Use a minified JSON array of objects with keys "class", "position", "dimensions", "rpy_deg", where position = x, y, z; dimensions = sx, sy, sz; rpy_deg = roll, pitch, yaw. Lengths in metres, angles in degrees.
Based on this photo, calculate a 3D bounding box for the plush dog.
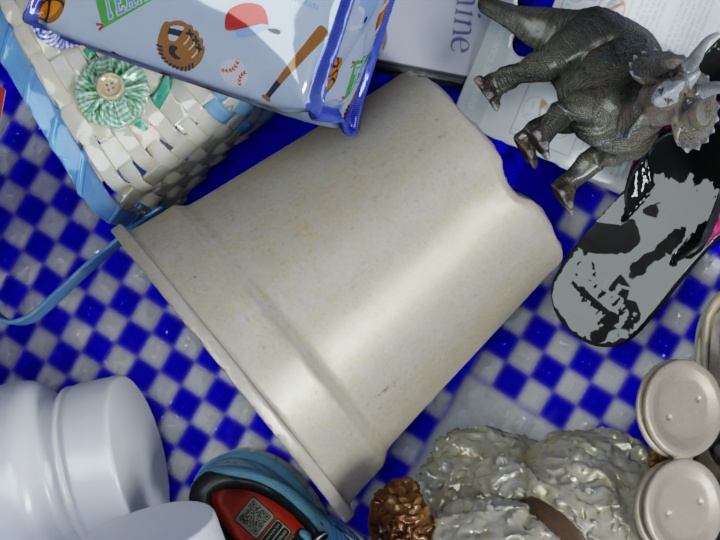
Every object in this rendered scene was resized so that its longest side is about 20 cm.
[{"class":"plush dog","position":[0.097,0.154,1.427],"dimensions":[0.200,0.172,0.161],"rpy_deg":[47,137,12]}]

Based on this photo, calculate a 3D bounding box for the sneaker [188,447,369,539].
[{"class":"sneaker","position":[-0.020,0.174,1.519],"dimensions":[0.200,0.090,0.079],"rpy_deg":[35,94,13]}]

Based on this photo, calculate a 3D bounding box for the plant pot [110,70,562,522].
[{"class":"plant pot","position":[0.000,0.000,1.491],"dimensions":[0.183,0.200,0.201],"rpy_deg":[-39,77,-4]}]

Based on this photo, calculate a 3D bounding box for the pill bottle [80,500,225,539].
[{"class":"pill bottle","position":[-0.087,0.231,1.489],"dimensions":[0.111,0.111,0.201],"rpy_deg":[-14,105,13]}]

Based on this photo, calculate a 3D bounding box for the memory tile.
[{"class":"memory tile","position":[0.222,0.122,1.434],"dimensions":[0.199,0.017,0.154],"rpy_deg":[2,85,-31]}]

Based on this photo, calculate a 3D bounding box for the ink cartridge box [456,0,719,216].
[{"class":"ink cartridge box","position":[0.171,-0.115,1.521],"dimensions":[0.199,0.047,0.161],"rpy_deg":[23,92,19]}]

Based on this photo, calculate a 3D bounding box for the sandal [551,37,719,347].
[{"class":"sandal","position":[0.172,-0.045,1.466],"dimensions":[0.075,0.045,0.200],"rpy_deg":[38,97,18]}]

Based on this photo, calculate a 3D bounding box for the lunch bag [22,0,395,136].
[{"class":"lunch bag","position":[-0.057,-0.190,1.405],"dimensions":[0.169,0.124,0.201],"rpy_deg":[20,91,9]}]

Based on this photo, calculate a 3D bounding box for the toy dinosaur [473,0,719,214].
[{"class":"toy dinosaur","position":[0.124,-0.097,1.464],"dimensions":[0.102,0.200,0.077],"rpy_deg":[-32,121,-3]}]

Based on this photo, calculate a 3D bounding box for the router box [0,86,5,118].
[{"class":"router box","position":[-0.261,0.015,1.484],"dimensions":[0.049,0.180,0.200],"rpy_deg":[23,133,-20]}]

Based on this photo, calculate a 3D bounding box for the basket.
[{"class":"basket","position":[-0.166,-0.092,1.553],"dimensions":[0.200,0.139,0.177],"rpy_deg":[-38,78,14]}]

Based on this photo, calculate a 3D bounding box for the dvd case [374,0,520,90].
[{"class":"dvd case","position":[0.000,-0.182,1.520],"dimensions":[0.199,0.018,0.143],"rpy_deg":[8,87,-24]}]

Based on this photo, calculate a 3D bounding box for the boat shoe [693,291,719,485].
[{"class":"boat shoe","position":[0.208,0.108,1.479],"dimensions":[0.072,0.065,0.201],"rpy_deg":[-6,84,14]}]

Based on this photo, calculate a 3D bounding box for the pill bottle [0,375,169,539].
[{"class":"pill bottle","position":[-0.216,0.126,1.561],"dimensions":[0.199,0.113,0.114],"rpy_deg":[-13,82,13]}]
